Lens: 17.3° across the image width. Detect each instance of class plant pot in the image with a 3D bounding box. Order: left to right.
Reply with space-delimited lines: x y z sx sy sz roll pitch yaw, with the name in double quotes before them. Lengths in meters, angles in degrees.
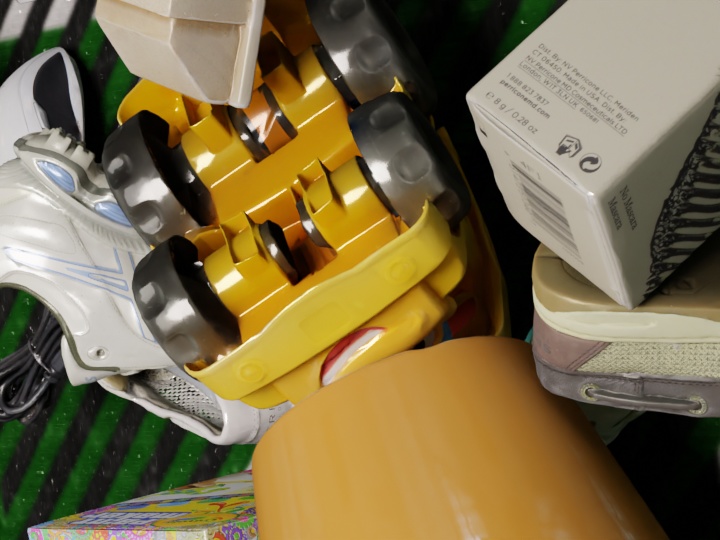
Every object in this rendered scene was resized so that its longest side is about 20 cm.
"plant pot" 0.044 0.135 0.900 0.200 0.199 0.184 -43 58 40

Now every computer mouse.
"computer mouse" -0.169 -0.031 1.204 0.110 0.044 0.201 -52 39 41

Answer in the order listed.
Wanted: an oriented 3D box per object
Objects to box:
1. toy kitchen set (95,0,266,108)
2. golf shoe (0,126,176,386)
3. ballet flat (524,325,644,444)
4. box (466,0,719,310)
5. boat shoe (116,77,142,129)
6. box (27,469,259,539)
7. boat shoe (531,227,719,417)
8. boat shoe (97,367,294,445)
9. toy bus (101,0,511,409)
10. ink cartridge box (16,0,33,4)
"toy kitchen set" -0.126 -0.154 0.901 0.199 0.179 0.165 24 110 50
"golf shoe" -0.093 0.021 1.103 0.199 0.078 0.098 33 88 -5
"ballet flat" 0.101 0.021 0.982 0.070 0.070 0.202 30 117 38
"box" 0.135 -0.087 0.833 0.200 0.082 0.068 -43 57 -9
"boat shoe" -0.079 -0.097 1.141 0.066 0.070 0.201 47 134 27
"box" -0.025 0.193 1.043 0.121 0.192 0.202 -5 94 45
"boat shoe" 0.160 0.025 0.872 0.199 0.072 0.066 5 130 2
"boat shoe" -0.109 0.030 1.184 0.199 0.069 0.071 26 118 41
"toy bus" 0.000 0.000 0.992 0.135 0.192 0.201 -32 37 10
"ink cartridge box" -0.097 -0.189 1.120 0.199 0.044 0.095 -5 52 45
